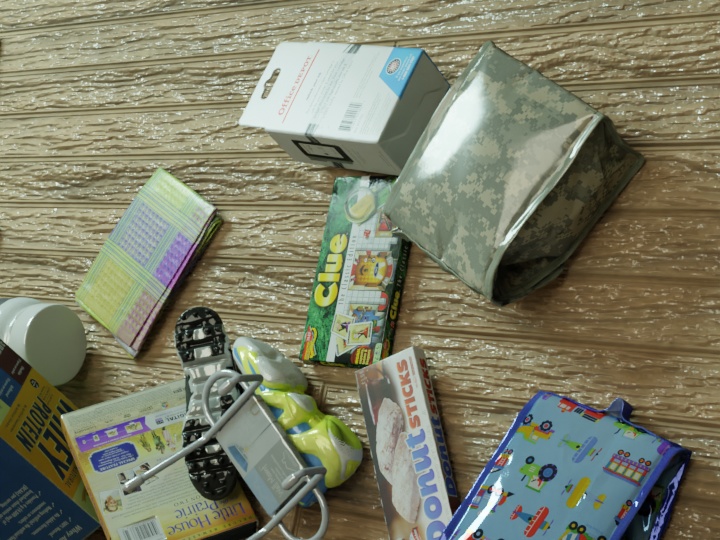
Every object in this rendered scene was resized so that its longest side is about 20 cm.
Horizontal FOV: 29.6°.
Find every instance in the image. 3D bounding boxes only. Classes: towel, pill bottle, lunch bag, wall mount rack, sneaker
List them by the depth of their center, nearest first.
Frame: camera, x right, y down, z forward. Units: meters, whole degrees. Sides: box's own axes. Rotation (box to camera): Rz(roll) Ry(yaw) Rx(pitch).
[{"bbox_3d":[0.176,0.196,1.155,0.150,0.094,0.201,19,77,43],"label":"lunch bag"},{"bbox_3d":[0.132,-0.079,1.262,0.200,0.117,0.164,-52,52,4],"label":"lunch bag"},{"bbox_3d":[-0.127,0.199,1.312,0.174,0.074,0.200,-47,66,23],"label":"wall mount rack"},{"bbox_3d":[-0.088,0.156,1.369,0.105,0.076,0.200,-53,52,10],"label":"sneaker"},{"bbox_3d":[-0.150,0.143,1.419,0.066,0.091,0.201,-11,69,4],"label":"sneaker"},{"bbox_3d":[-0.250,-0.012,1.589,0.143,0.023,0.200,35,95,41],"label":"towel"},{"bbox_3d":[-0.428,0.089,1.628,0.199,0.113,0.114,-2,72,36],"label":"pill bottle"}]

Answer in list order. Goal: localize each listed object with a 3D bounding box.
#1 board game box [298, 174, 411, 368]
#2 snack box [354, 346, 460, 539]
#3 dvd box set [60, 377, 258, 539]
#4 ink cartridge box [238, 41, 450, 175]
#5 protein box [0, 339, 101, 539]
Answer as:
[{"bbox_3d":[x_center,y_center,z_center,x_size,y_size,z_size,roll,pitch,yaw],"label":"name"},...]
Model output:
[{"bbox_3d":[0.000,0.000,1.395,0.104,0.023,0.201,0,73,39],"label":"board game box"},{"bbox_3d":[0.047,0.177,1.285,0.072,0.024,0.201,-25,64,27],"label":"snack box"},{"bbox_3d":[-0.210,0.211,1.412,0.200,0.146,0.029,56,152,35],"label":"dvd box set"},{"bbox_3d":[-0.019,-0.173,1.431,0.199,0.068,0.116,12,68,39],"label":"ink cartridge box"},{"bbox_3d":[-0.400,0.225,1.474,0.198,0.200,0.135,-39,18,20],"label":"protein box"}]
